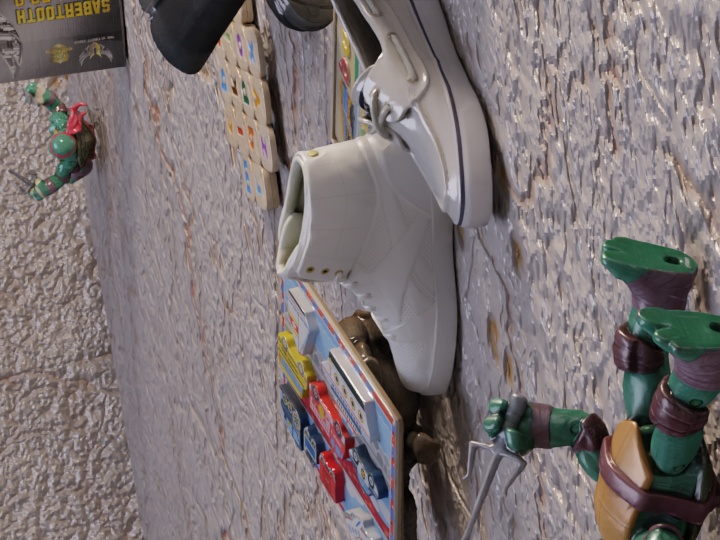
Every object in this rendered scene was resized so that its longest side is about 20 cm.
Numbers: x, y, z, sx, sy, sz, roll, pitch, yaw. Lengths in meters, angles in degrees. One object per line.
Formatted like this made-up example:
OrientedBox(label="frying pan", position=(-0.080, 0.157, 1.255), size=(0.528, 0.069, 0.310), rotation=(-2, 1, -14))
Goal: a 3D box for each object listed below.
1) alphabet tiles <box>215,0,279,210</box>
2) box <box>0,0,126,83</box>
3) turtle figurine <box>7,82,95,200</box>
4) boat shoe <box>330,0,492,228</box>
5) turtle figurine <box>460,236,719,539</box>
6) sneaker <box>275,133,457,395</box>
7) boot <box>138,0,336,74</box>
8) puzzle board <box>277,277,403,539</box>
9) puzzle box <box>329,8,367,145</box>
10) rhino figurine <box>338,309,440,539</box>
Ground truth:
OrientedBox(label="alphabet tiles", position=(-0.097, -0.156, 2.157), size=(0.196, 0.014, 0.202), rotation=(-146, 47, -73))
OrientedBox(label="box", position=(-0.373, -0.299, 2.867), size=(0.048, 0.198, 0.159), rotation=(-113, 18, -57))
OrientedBox(label="turtle figurine", position=(-0.393, -0.164, 3.276), size=(0.200, 0.100, 0.151), rotation=(-31, -52, -86))
OrientedBox(label="boat shoe", position=(0.028, -0.108, 1.509), size=(0.072, 0.065, 0.201), rotation=(102, 155, -59))
OrientedBox(label="turtle figurine", position=(0.121, 0.095, 1.176), size=(0.150, 0.100, 0.201), rotation=(44, 129, 46))
OrientedBox(label="sneaker", position=(0.000, 0.000, 1.611), size=(0.074, 0.115, 0.201), rotation=(-123, 24, -56))
OrientedBox(label="boot", position=(-0.092, -0.200, 1.808), size=(0.200, 0.065, 0.166), rotation=(-40, 53, 47))
OrientedBox(label="puzzle board", position=(-0.017, 0.102, 1.726), size=(0.200, 0.017, 0.151), rotation=(-126, 27, -47))
OrientedBox(label="puzzle box", position=(0.008, -0.092, 1.708), size=(0.201, 0.025, 0.133), rotation=(92, 164, -44))
OrientedBox(label="rhino figurine", position=(0.018, 0.120, 1.754), size=(0.087, 0.059, 0.201), rotation=(-143, 43, -67))
